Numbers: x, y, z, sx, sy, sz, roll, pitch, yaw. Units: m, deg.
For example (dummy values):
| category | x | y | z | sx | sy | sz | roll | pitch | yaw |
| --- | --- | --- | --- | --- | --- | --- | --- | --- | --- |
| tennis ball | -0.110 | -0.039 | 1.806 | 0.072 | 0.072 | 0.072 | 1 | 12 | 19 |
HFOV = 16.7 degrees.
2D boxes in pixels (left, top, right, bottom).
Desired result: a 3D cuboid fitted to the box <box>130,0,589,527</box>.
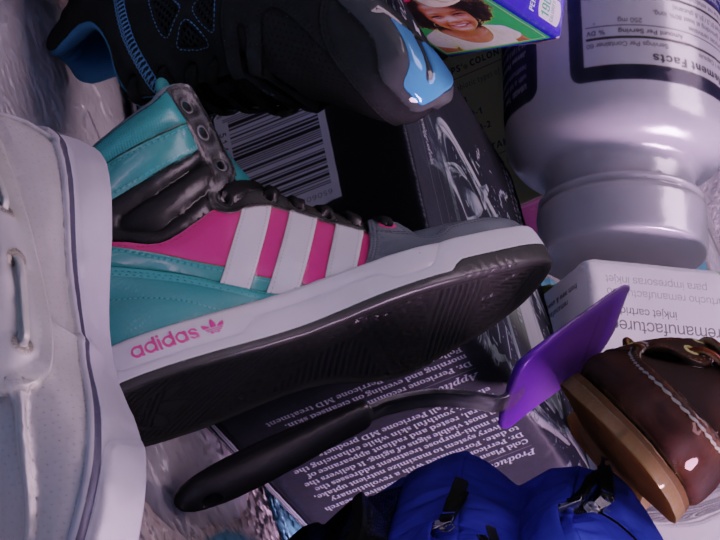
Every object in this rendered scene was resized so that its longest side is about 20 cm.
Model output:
| category | x | y | z | sx | sy | sz | roll | pitch | yaw |
| --- | --- | --- | --- | --- | --- | --- | --- | --- | --- |
| box | 0.000 | 0.000 | 1.070 | 0.197 | 0.123 | 0.201 | 55 | 19 | -51 |

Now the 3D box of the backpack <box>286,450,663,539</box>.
| category | x | y | z | sx | sy | sz | roll | pitch | yaw |
| --- | --- | --- | --- | --- | --- | --- | --- | --- | --- |
| backpack | 0.037 | 0.155 | 0.873 | 0.163 | 0.167 | 0.200 | 55 | 16 | -3 |

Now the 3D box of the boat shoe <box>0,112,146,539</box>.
| category | x | y | z | sx | sy | sz | roll | pitch | yaw |
| --- | --- | --- | --- | --- | --- | --- | --- | --- | --- |
| boat shoe | -0.111 | 0.029 | 0.723 | 0.070 | 0.071 | 0.201 | 23 | 44 | -33 |

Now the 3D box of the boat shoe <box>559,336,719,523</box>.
| category | x | y | z | sx | sy | sz | roll | pitch | yaw |
| --- | --- | --- | --- | --- | --- | --- | --- | --- | --- |
| boat shoe | 0.122 | 0.055 | 0.975 | 0.071 | 0.070 | 0.200 | 52 | 0 | 4 |

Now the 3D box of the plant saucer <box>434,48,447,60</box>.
| category | x | y | z | sx | sy | sz | roll | pitch | yaw |
| --- | --- | --- | --- | --- | --- | --- | --- | --- | --- |
| plant saucer | 0.021 | -0.203 | 1.214 | 0.200 | 0.036 | 0.202 | 31 | 52 | -50 |

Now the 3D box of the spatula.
| category | x | y | z | sx | sy | sz | roll | pitch | yaw |
| --- | --- | --- | --- | --- | --- | --- | --- | --- | --- |
| spatula | 0.019 | 0.055 | 0.945 | 0.021 | 0.199 | 0.057 | 61 | -22 | 29 |

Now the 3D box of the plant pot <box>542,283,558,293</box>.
| category | x | y | z | sx | sy | sz | roll | pitch | yaw |
| --- | --- | --- | --- | --- | --- | --- | --- | --- | --- |
| plant pot | 0.112 | 0.116 | 1.253 | 0.190 | 0.200 | 0.200 | 53 | 16 | -9 |

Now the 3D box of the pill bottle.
| category | x | y | z | sx | sy | sz | roll | pitch | yaw |
| --- | --- | --- | --- | --- | --- | --- | --- | --- | --- |
| pill bottle | 0.124 | -0.099 | 1.200 | 0.111 | 0.110 | 0.201 | 43 | 43 | -61 |

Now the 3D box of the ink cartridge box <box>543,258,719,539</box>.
| category | x | y | z | sx | sy | sz | roll | pitch | yaw |
| --- | --- | --- | --- | --- | --- | --- | --- | --- | --- |
| ink cartridge box | 0.159 | 0.107 | 1.135 | 0.084 | 0.145 | 0.201 | 135 | -44 | -61 |

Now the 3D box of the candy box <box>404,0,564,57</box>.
| category | x | y | z | sx | sy | sz | roll | pitch | yaw |
| --- | --- | --- | --- | --- | --- | --- | --- | --- | --- |
| candy box | 0.015 | -0.214 | 1.104 | 0.200 | 0.077 | 0.170 | 25 | 66 | -42 |

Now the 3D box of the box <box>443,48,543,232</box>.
| category | x | y | z | sx | sy | sz | roll | pitch | yaw |
| --- | --- | --- | --- | --- | --- | --- | --- | --- | --- |
| box | 0.056 | -0.106 | 1.340 | 0.097 | 0.175 | 0.201 | 33 | 37 | -68 |

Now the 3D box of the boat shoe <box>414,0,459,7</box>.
| category | x | y | z | sx | sy | sz | roll | pitch | yaw |
| --- | --- | --- | --- | --- | --- | --- | --- | --- | --- |
| boat shoe | 0.029 | -0.211 | 1.010 | 0.074 | 0.069 | 0.201 | -19 | 98 | -46 |

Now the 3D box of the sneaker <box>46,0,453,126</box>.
| category | x | y | z | sx | sy | sz | roll | pitch | yaw |
| --- | --- | --- | --- | --- | --- | --- | --- | --- | --- |
| sneaker | -0.043 | -0.082 | 0.926 | 0.200 | 0.082 | 0.073 | 27 | -12 | 48 |

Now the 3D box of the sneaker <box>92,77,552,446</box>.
| category | x | y | z | sx | sy | sz | roll | pitch | yaw |
| --- | --- | --- | --- | --- | --- | --- | --- | --- | --- |
| sneaker | -0.036 | -0.016 | 0.884 | 0.121 | 0.199 | 0.084 | 62 | -33 | 22 |
